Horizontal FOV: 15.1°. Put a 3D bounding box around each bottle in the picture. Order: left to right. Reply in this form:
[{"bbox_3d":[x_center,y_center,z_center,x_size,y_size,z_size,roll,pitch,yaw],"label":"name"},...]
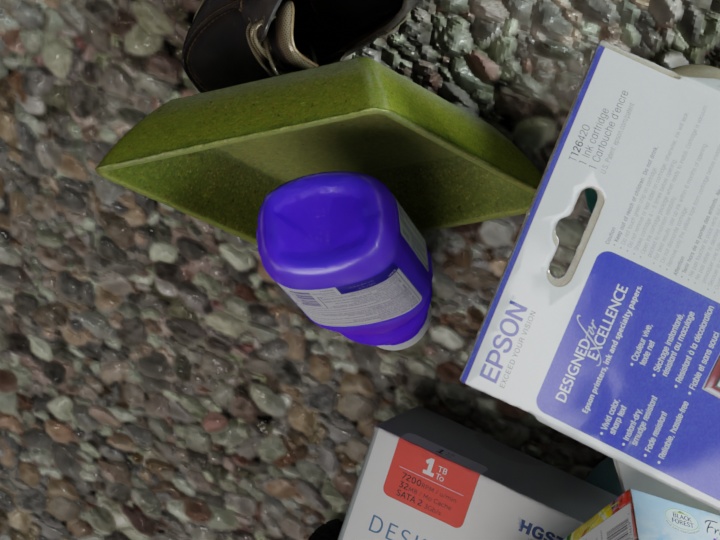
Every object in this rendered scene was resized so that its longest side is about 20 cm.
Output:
[{"bbox_3d":[0.000,0.000,1.601,0.083,0.065,0.200,-9,162,11],"label":"bottle"}]

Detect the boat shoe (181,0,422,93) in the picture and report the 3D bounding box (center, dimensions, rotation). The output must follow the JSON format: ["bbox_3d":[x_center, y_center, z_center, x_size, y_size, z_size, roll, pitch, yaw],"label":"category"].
[{"bbox_3d":[-0.036,-0.147,1.548,0.200,0.073,0.075,-29,112,39],"label":"boat shoe"}]

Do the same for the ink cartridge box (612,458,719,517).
[{"bbox_3d":[0.253,0.066,1.540,0.200,0.146,0.084,3,132,25],"label":"ink cartridge box"}]

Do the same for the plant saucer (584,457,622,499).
[{"bbox_3d":[0.229,0.189,1.740,0.200,0.027,0.200,13,133,15],"label":"plant saucer"}]

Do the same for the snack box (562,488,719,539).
[{"bbox_3d":[0.167,0.215,1.579,0.168,0.068,0.200,19,139,-27],"label":"snack box"}]

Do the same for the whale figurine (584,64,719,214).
[{"bbox_3d":[0.183,-0.010,1.481,0.104,0.200,0.159,-23,157,37],"label":"whale figurine"}]

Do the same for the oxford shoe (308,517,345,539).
[{"bbox_3d":[0.060,0.233,1.833,0.200,0.073,0.085,20,138,24],"label":"oxford shoe"}]

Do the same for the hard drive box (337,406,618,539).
[{"bbox_3d":[0.059,0.211,1.733,0.156,0.077,0.200,23,106,20],"label":"hard drive box"}]

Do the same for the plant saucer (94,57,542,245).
[{"bbox_3d":[-0.017,-0.068,1.572,0.199,0.048,0.200,-10,160,32],"label":"plant saucer"}]

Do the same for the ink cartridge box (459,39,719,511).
[{"bbox_3d":[0.178,0.010,1.383,0.200,0.047,0.198,27,106,16],"label":"ink cartridge box"}]
